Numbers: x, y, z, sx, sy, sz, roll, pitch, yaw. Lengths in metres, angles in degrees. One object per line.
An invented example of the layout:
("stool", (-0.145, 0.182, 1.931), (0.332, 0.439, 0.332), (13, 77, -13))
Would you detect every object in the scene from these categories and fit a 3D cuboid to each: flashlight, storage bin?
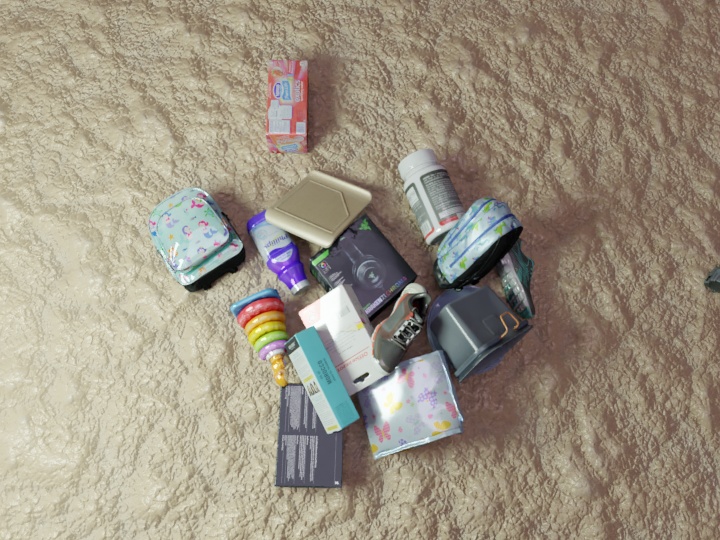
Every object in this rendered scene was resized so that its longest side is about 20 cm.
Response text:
("flashlight", (0.923, -0.025, 1.381), (0.068, 0.068, 0.200), (42, 74, 5))
("storage bin", (0.250, 0.118, 1.197), (0.197, 0.147, 0.135), (-21, 64, -40))

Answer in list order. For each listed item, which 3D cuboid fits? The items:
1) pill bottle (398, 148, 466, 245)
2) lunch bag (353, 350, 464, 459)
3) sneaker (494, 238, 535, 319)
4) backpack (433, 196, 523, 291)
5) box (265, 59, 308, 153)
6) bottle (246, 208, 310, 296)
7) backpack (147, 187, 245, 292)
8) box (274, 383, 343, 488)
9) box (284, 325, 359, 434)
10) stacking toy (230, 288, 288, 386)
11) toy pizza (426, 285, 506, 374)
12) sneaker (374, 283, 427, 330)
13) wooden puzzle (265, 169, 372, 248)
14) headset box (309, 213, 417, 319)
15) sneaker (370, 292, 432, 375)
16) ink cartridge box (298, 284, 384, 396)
("pill bottle", (0.169, -0.174, 1.340), (0.111, 0.114, 0.204), (-20, 76, -9))
("lunch bag", (0.107, 0.277, 1.180), (0.196, 0.126, 0.174), (-25, 74, 21))
("sneaker", (0.373, 0.009, 1.327), (0.089, 0.078, 0.205), (-17, 78, -13))
("backpack", (0.261, -0.062, 1.245), (0.160, 0.199, 0.157), (-15, 78, -35))
("box", (-0.176, -0.397, 1.386), (0.099, 0.095, 0.206), (0, 74, -4))
("bottle", (-0.183, -0.039, 1.300), (0.082, 0.065, 0.203), (-29, 78, -13))
("backpack", (-0.370, -0.079, 1.261), (0.175, 0.151, 0.202), (-32, 74, -11))
("box", (-0.104, 0.344, 1.192), (0.137, 0.079, 0.206), (2, 73, -2))
("box", (-0.079, 0.219, 1.138), (0.048, 0.082, 0.204), (-23, 82, -30))
("stacking toy", (-0.190, 0.150, 1.202), (0.107, 0.117, 0.203), (-22, 64, -7))
("toy pizza", (0.246, 0.135, 1.302), (0.194, 0.032, 0.206), (2, 73, -5))
("sneaker", (0.094, 0.125, 1.278), (0.075, 0.084, 0.202), (40, 99, 25))
("wooden puzzle", (-0.093, -0.142, 1.307), (0.181, 0.038, 0.201), (23, 50, 20))
("headset box", (0.000, 0.000, 1.289), (0.173, 0.093, 0.201), (-37, 79, -14))
("sneaker", (0.086, 0.115, 1.139), (0.077, 0.081, 0.202), (40, 55, -17))
("ink cartridge box", (-0.029, 0.146, 1.183), (0.115, 0.067, 0.203), (-30, 81, 12))
